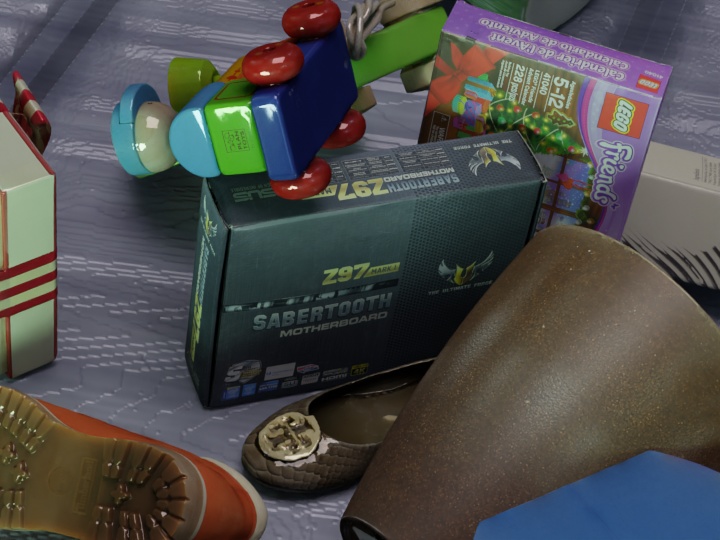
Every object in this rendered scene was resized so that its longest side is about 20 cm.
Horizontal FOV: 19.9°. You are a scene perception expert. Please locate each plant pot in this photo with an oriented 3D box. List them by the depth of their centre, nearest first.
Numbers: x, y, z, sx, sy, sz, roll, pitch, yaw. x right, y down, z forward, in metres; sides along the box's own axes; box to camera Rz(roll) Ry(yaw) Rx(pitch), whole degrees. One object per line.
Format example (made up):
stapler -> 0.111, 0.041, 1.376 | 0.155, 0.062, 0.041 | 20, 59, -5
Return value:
plant pot -> 0.091, 0.107, 1.135 | 0.200, 0.187, 0.187 | -39, 61, -21

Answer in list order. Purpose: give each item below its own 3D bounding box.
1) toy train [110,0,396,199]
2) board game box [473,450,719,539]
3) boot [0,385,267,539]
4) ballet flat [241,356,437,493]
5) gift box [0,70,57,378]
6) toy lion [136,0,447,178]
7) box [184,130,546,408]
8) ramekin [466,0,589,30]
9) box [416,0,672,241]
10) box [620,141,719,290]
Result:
toy train -> -0.058, -0.111, 1.184 | 0.116, 0.085, 0.200 | -4, 25, 19
board game box -> 0.144, 0.173, 1.010 | 0.200, 0.039, 0.158 | -18, 53, -34
boot -> -0.148, 0.118, 1.146 | 0.200, 0.075, 0.107 | 16, -1, 32
ballet flat -> 0.021, 0.080, 1.224 | 0.200, 0.046, 0.067 | -15, 49, -24
gift box -> -0.280, -0.042, 1.195 | 0.187, 0.185, 0.200 | -22, 59, -26
toy lion -> -0.053, -0.111, 1.316 | 0.192, 0.200, 0.069 | -26, 97, -31
box -> 0.000, 0.000, 1.222 | 0.200, 0.158, 0.051 | -9, 48, -20
ramekin -> 0.138, -0.268, 1.491 | 0.098, 0.200, 0.200 | 39, 51, 16
box -> 0.102, -0.058, 1.267 | 0.137, 0.200, 0.039 | 18, 42, 8
box -> 0.173, -0.047, 1.348 | 0.200, 0.068, 0.082 | 15, 21, 6
